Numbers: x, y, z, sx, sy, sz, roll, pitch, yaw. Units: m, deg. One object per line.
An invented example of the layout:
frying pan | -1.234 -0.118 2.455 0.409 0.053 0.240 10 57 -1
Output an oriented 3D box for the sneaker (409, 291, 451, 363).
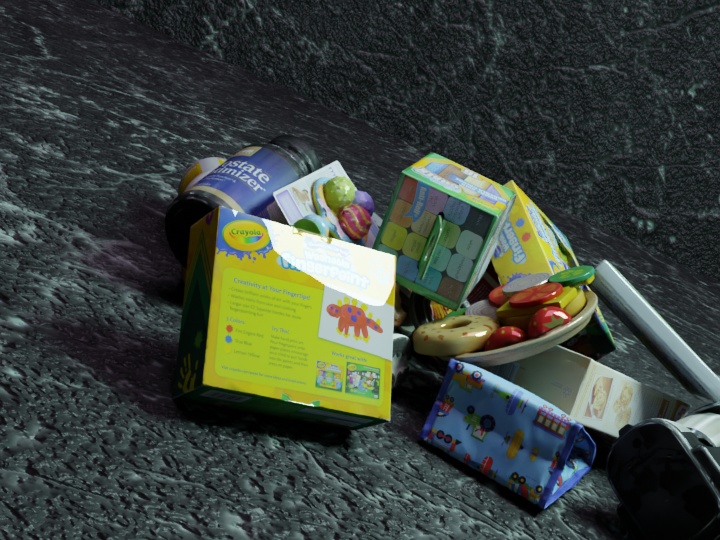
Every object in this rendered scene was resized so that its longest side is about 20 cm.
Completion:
sneaker | 0.088 0.069 1.386 0.073 0.078 0.200 -33 64 -21

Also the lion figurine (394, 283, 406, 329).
lion figurine | -0.043 0.037 1.203 0.198 0.073 0.122 -16 51 -46

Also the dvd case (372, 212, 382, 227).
dvd case | -0.039 -0.034 1.447 0.200 0.149 0.025 44 -16 55

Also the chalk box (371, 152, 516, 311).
chalk box | 0.090 -0.044 1.236 0.122 0.126 0.200 26 19 10

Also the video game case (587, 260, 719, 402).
video game case | 0.345 0.071 1.273 0.200 0.022 0.182 47 3 8

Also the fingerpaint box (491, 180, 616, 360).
fingerpaint box | 0.240 0.008 1.404 0.166 0.073 0.202 37 28 -45

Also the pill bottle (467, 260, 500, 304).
pill bottle | 0.155 0.025 1.478 0.200 0.113 0.113 42 1 -36

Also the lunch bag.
lunch bag | 0.173 0.169 1.155 0.149 0.095 0.199 26 5 23

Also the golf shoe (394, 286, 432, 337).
golf shoe | 0.000 0.000 1.322 0.200 0.088 0.077 49 -5 -4

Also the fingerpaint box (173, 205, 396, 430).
fingerpaint box | -0.068 0.050 1.014 0.198 0.170 0.073 14 -22 -30

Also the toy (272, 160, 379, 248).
toy | -0.020 -0.067 1.225 0.116 0.047 0.200 59 28 -4

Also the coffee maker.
coffee maker | 0.368 0.232 1.111 0.191 0.136 0.199 33 18 32

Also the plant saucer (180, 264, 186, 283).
plant saucer | -0.120 0.031 1.271 0.198 0.033 0.201 21 16 -6

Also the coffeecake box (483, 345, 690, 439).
coffeecake box | 0.267 0.144 1.273 0.198 0.074 0.153 24 -2 -36

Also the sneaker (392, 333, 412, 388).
sneaker | -0.027 0.097 1.148 0.084 0.078 0.199 9 -1 37

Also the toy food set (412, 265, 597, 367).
toy food set | 0.168 0.052 1.198 0.198 0.049 0.197 -12 13 38

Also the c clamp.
c clamp | 0.137 0.082 1.317 0.201 0.027 0.171 49 41 -12

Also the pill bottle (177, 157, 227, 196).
pill bottle | -0.186 -0.086 1.404 0.103 0.106 0.200 19 8 -14

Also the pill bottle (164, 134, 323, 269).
pill bottle | -0.126 -0.078 1.236 0.111 0.113 0.200 26 40 15
